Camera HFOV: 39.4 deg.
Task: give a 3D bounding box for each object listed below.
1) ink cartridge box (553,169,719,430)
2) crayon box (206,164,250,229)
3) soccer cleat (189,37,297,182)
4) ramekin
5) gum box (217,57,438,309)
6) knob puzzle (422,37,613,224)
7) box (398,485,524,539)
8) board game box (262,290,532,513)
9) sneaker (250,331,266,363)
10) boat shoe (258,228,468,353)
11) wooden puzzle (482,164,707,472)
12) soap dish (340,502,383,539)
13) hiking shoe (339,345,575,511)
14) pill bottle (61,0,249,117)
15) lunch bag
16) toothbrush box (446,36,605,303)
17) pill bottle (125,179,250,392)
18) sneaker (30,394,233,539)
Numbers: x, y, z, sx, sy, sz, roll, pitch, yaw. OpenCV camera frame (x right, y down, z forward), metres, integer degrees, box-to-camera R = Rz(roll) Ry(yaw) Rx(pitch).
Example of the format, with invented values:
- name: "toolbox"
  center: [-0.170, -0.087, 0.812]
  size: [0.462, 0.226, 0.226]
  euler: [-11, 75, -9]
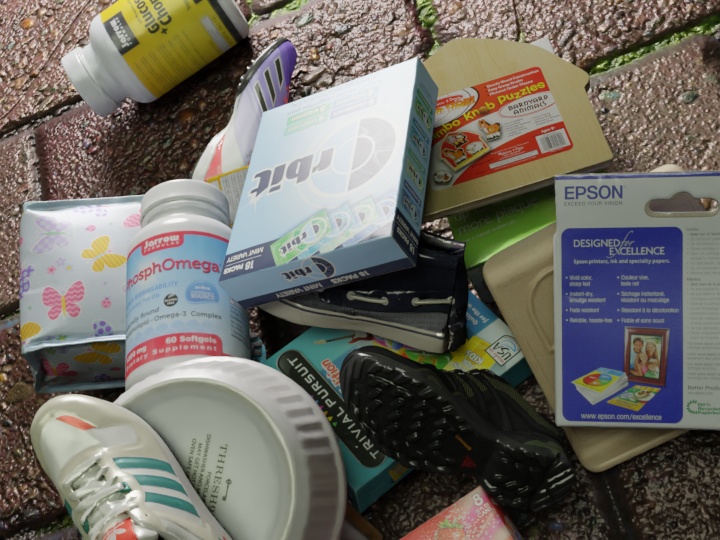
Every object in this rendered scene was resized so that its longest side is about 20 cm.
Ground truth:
- name: "ink cartridge box"
  center: [0.251, 0.024, 0.790]
  size: [0.196, 0.047, 0.202]
  euler: [0, 92, 12]
- name: "crayon box"
  center: [-0.042, -0.054, 0.975]
  size: [0.198, 0.051, 0.127]
  euler: [-15, 84, 22]
- name: "soccer cleat"
  center: [-0.107, -0.154, 1.078]
  size: [0.073, 0.068, 0.201]
  euler: [25, 78, 13]
- name: "ramekin"
  center: [-0.114, 0.160, 0.734]
  size: [0.200, 0.094, 0.205]
  euler: [-2, 79, 8]
- name: "gum box"
  center: [-0.025, -0.075, 0.857]
  size: [0.169, 0.045, 0.201]
  euler: [-14, 48, 29]
- name: "knob puzzle"
  center: [0.110, -0.134, 0.898]
  size: [0.217, 0.031, 0.221]
  euler: [-9, 52, 12]
- name: "box"
  center: [0.049, 0.274, 0.801]
  size: [0.199, 0.095, 0.103]
  euler: [-34, 59, 4]
- name: "board game box"
  center: [0.029, 0.090, 0.889]
  size: [0.199, 0.047, 0.151]
  euler: [-36, 58, -18]
- name: "sneaker"
  center: [-0.133, 0.158, 0.928]
  size: [0.077, 0.087, 0.201]
  euler: [18, 65, 20]
- name: "boat shoe"
  center: [0.000, 0.000, 0.859]
  size: [0.198, 0.075, 0.094]
  euler: [11, 115, 10]
- name: "wooden puzzle"
  center: [0.225, 0.040, 0.841]
  size: [0.184, 0.046, 0.201]
  euler: [-28, 88, 11]
- name: "soap dish"
  center: [-0.098, 0.243, 0.845]
  size: [0.200, 0.158, 0.081]
  euler: [-39, 43, 0]
- name: "hiking shoe"
  center: [0.074, 0.114, 0.797]
  size: [0.199, 0.101, 0.076]
  euler: [30, 111, -4]
- name: "pill bottle"
  center: [-0.234, -0.263, 1.143]
  size: [0.199, 0.112, 0.112]
  euler: [-34, 60, 3]
- name: "lunch bag"
  center: [-0.231, 0.024, 1.004]
  size: [0.198, 0.127, 0.171]
  euler: [-6, 62, -11]
- name: "toothbrush box"
  center: [0.144, -0.093, 0.937]
  size: [0.144, 0.086, 0.201]
  euler: [-20, 60, 11]
- name: "pill bottle"
  center: [-0.154, 0.024, 0.893]
  size: [0.108, 0.109, 0.202]
  euler: [-16, 58, 13]
- name: "sneaker"
  center: [-0.148, 0.153, 0.643]
  size: [0.070, 0.093, 0.200]
  euler: [-43, 77, -1]
